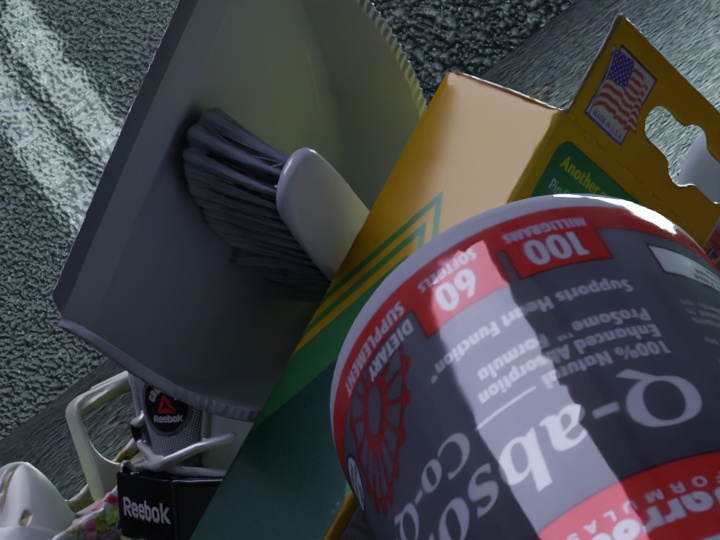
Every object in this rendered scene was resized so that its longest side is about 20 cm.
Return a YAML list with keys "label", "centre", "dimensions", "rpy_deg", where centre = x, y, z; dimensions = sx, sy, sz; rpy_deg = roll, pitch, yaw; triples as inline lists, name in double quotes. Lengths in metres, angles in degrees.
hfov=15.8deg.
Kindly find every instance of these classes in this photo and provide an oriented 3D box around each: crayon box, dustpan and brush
- label: "crayon box"
  centre: [0.043, 0.031, 0.784]
  dimensions: [0.051, 0.126, 0.201]
  rpy_deg: [24, 82, 42]
- label: "dustpan and brush"
  centre: [0.000, 0.000, 0.795]
  dimensions: [0.057, 0.200, 0.140]
  rpy_deg: [12, 70, 31]

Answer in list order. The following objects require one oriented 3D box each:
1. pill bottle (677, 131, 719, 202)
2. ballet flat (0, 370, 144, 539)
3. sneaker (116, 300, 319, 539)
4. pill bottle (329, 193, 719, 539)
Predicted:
- label: "pill bottle"
  centre: [0.227, -0.061, 1.031]
  dimensions: [0.200, 0.120, 0.120]
  rpy_deg: [-42, 9, -33]
- label: "ballet flat"
  centre: [-0.095, 0.081, 0.927]
  dimensions: [0.200, 0.064, 0.076]
  rpy_deg: [-42, 10, -30]
- label: "sneaker"
  centre: [-0.049, 0.067, 0.830]
  dimensions: [0.074, 0.088, 0.201]
  rpy_deg: [-7, 62, 39]
- label: "pill bottle"
  centre: [0.073, 0.081, 0.634]
  dimensions: [0.116, 0.116, 0.200]
  rpy_deg: [-36, 41, 7]
